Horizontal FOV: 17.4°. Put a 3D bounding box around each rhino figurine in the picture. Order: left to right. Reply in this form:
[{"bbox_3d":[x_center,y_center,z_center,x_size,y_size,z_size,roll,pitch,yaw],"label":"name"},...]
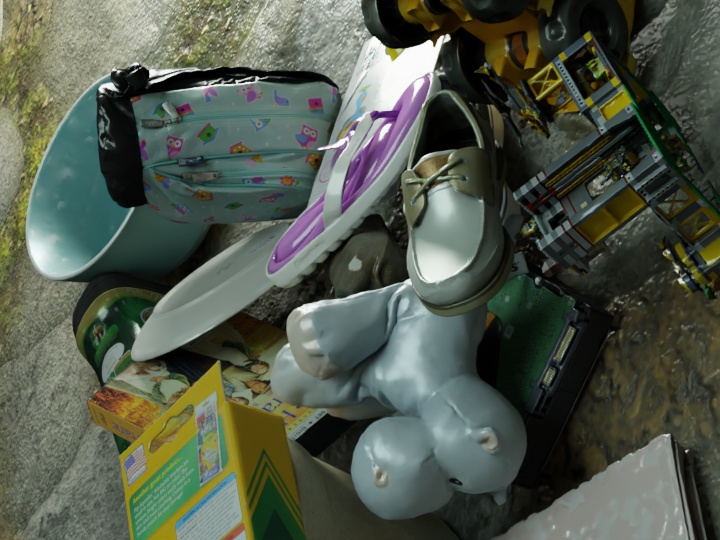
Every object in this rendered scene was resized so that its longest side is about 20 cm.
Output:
[{"bbox_3d":[0.000,0.000,1.801,0.200,0.060,0.087,-113,41,-78],"label":"rhino figurine"}]

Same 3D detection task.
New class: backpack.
[{"bbox_3d":[-0.111,-0.103,1.922,0.167,0.200,0.127,132,135,-86],"label":"backpack"}]

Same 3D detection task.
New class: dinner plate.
[{"bbox_3d":[-0.107,0.007,1.898,0.200,0.024,0.200,-31,12,7],"label":"dinner plate"}]

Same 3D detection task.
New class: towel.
[{"bbox_3d":[0.156,0.230,1.528,0.200,0.032,0.191,-37,46,39],"label":"towel"}]

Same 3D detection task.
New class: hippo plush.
[{"bbox_3d":[0.051,0.093,1.615,0.200,0.159,0.161,-22,67,-3],"label":"hippo plush"}]

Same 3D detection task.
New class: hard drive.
[{"bbox_3d":[0.090,0.055,1.698,0.200,0.038,0.140,35,103,56],"label":"hard drive"}]

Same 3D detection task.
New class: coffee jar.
[{"bbox_3d":[-0.176,0.087,1.994,0.085,0.104,0.200,-58,35,23],"label":"coffee jar"}]

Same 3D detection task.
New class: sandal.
[{"bbox_3d":[-0.013,-0.070,1.747,0.203,0.050,0.082,-52,21,16],"label":"sandal"}]

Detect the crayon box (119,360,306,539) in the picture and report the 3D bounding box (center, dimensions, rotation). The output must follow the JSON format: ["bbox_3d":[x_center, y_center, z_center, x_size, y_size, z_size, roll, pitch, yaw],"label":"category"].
[{"bbox_3d":[-0.095,0.178,1.559,0.126,0.052,0.200,-43,43,33],"label":"crayon box"}]

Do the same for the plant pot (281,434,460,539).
[{"bbox_3d":[-0.033,0.218,1.660,0.200,0.183,0.200,-29,52,44],"label":"plant pot"}]

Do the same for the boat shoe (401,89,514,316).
[{"bbox_3d":[0.057,-0.046,1.551,0.075,0.068,0.200,-20,31,14],"label":"boat shoe"}]

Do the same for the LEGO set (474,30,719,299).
[{"bbox_3d":[0.158,-0.054,1.556,0.116,0.154,0.200,-38,51,15],"label":"LEGO set"}]

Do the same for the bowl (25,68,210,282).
[{"bbox_3d":[-0.200,-0.068,2.096,0.201,0.105,0.201,-32,46,39],"label":"bowl"}]

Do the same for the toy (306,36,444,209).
[{"bbox_3d":[0.026,-0.114,1.842,0.115,0.047,0.200,-24,43,46],"label":"toy"}]

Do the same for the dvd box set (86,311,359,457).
[{"bbox_3d":[-0.099,0.100,1.836,0.146,0.029,0.200,-39,39,-27],"label":"dvd box set"}]

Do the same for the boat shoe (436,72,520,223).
[{"bbox_3d":[0.072,-0.077,1.722,0.070,0.066,0.200,-29,33,26],"label":"boat shoe"}]

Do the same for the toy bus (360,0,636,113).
[{"bbox_3d":[0.111,-0.232,1.679,0.136,0.200,0.192,-7,61,52],"label":"toy bus"}]
